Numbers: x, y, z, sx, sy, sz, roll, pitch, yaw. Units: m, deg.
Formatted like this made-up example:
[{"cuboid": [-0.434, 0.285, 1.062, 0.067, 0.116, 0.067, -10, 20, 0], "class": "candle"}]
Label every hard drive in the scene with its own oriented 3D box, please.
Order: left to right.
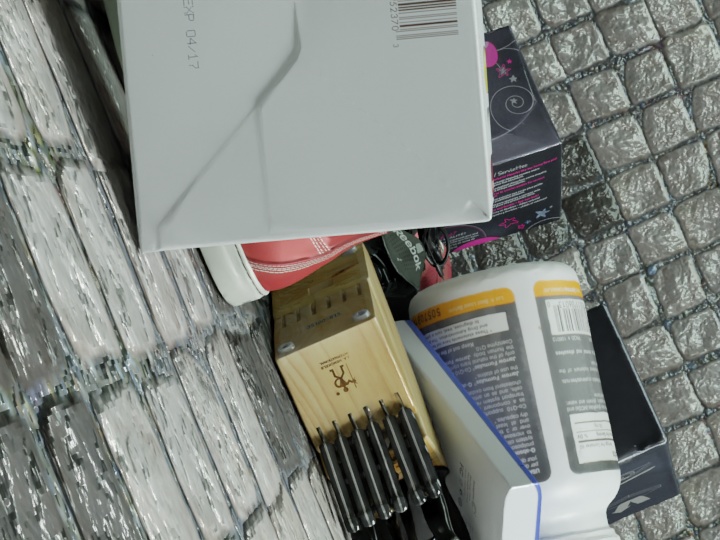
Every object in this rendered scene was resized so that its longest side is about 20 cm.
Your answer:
[{"cuboid": [0.056, 0.135, 1.232, 0.200, 0.025, 0.133, -128, -145, -57], "class": "hard drive"}]

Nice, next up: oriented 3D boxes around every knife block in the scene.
[{"cuboid": [0.010, 0.096, 1.190, 0.200, 0.064, 0.177, -101, 169, -70], "class": "knife block"}]

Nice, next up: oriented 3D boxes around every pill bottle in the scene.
[{"cuboid": [0.103, 0.103, 1.299, 0.116, 0.115, 0.202, 46, 32, -78], "class": "pill bottle"}]

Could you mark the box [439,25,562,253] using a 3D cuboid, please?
[{"cuboid": [0.051, -0.095, 1.643, 0.115, 0.198, 0.133, 84, -12, -59], "class": "box"}]

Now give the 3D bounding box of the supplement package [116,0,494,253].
[{"cuboid": [-0.024, -0.118, 0.897, 0.111, 0.154, 0.202, -57, 143, -84], "class": "supplement package"}]

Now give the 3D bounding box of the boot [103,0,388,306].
[{"cuboid": [-0.041, -0.099, 1.025, 0.072, 0.143, 0.201, -88, 154, -76], "class": "boot"}]

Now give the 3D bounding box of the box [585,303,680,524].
[{"cuboid": [0.124, 0.138, 1.514, 0.200, 0.195, 0.118, 57, 10, -69], "class": "box"}]

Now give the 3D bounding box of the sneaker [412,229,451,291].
[{"cuboid": [0.032, -0.009, 1.589, 0.073, 0.087, 0.201, 25, -35, 24], "class": "sneaker"}]

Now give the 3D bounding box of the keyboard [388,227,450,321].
[{"cuboid": [0.021, -0.032, 1.476, 0.201, 0.103, 0.040, 82, 29, -44], "class": "keyboard"}]

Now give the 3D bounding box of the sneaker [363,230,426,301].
[{"cuboid": [0.000, 0.000, 1.370, 0.200, 0.090, 0.067, -73, 139, -83], "class": "sneaker"}]
